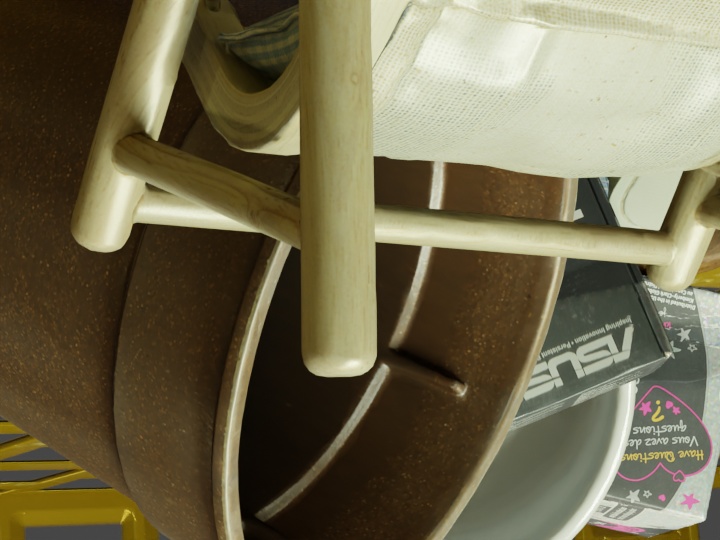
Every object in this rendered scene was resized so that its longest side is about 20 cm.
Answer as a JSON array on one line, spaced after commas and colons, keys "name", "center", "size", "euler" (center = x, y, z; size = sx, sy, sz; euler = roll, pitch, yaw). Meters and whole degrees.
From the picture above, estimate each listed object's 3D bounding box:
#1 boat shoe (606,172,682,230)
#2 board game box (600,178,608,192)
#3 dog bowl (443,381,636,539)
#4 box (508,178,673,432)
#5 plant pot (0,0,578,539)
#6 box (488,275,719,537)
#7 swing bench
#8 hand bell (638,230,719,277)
[{"name": "boat shoe", "center": [0.152, -0.089, 0.741], "size": [0.074, 0.062, 0.201], "euler": [9, 145, -12]}, {"name": "board game box", "center": [0.062, -0.031, 1.025], "size": [0.199, 0.062, 0.199], "euler": [-17, 166, 40]}, {"name": "dog bowl", "center": [0.021, 0.041, 0.862], "size": [0.198, 0.202, 0.079], "euler": [-5, -169, 5]}, {"name": "box", "center": [0.000, 0.000, 0.763], "size": [0.198, 0.163, 0.049], "euler": [-21, 171, -5]}, {"name": "plant pot", "center": [-0.060, -0.013, 0.637], "size": [0.197, 0.202, 0.200], "euler": [21, -178, 28]}, {"name": "box", "center": [0.117, 0.070, 1.012], "size": [0.131, 0.116, 0.200], "euler": [13, 172, 3]}, {"name": "swing bench", "center": [0.057, -0.085, 0.453], "size": [0.197, 0.202, 0.129], "euler": [4, -170, -33]}, {"name": "hand bell", "center": [0.200, -0.018, 0.909], "size": [0.198, 0.105, 0.104], "euler": [-4, 171, 28]}]
